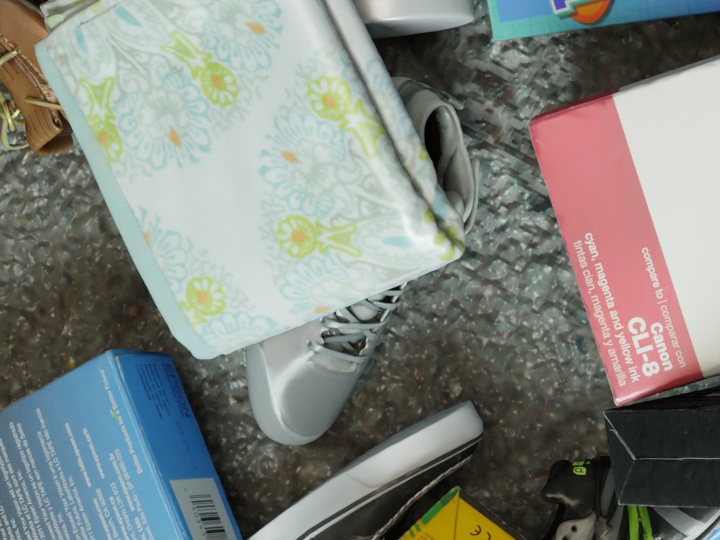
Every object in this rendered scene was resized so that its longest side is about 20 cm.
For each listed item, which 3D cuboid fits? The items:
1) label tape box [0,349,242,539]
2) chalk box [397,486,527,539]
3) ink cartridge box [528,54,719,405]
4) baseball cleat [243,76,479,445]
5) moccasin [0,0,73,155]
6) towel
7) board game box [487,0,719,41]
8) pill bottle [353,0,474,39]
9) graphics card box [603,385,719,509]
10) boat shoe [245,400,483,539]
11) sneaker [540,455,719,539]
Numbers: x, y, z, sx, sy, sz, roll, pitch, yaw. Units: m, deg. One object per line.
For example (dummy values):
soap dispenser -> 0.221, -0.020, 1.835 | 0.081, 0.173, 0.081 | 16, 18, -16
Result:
label tape box -> -0.165, 0.148, 1.296 | 0.199, 0.063, 0.145 | -28, 76, 22
chalk box -> 0.041, 0.229, 1.229 | 0.124, 0.200, 0.124 | 37, 56, 19
ink cartridge box -> 0.203, -0.035, 1.204 | 0.199, 0.145, 0.145 | -18, 87, 13
baseball cleat -> 0.000, 0.000, 1.271 | 0.069, 0.106, 0.201 | 12, 95, -32
moccasin -> -0.155, -0.086, 1.324 | 0.201, 0.074, 0.078 | 40, 91, -1
towel -> -0.060, -0.068, 1.222 | 0.171, 0.048, 0.201 | -22, 99, 38
board game box -> 0.149, -0.198, 1.187 | 0.199, 0.045, 0.153 | -6, 102, 23
pill bottle -> 0.005, -0.221, 1.258 | 0.119, 0.120, 0.201 | -6, 91, 12
graphics card box -> 0.229, 0.070, 1.163 | 0.199, 0.125, 0.051 | -8, 91, -28
boat shoe -> -0.008, 0.143, 1.291 | 0.199, 0.074, 0.068 | -36, 87, 13
sneaker -> 0.137, 0.120, 1.259 | 0.199, 0.071, 0.083 | -40, 89, 13
